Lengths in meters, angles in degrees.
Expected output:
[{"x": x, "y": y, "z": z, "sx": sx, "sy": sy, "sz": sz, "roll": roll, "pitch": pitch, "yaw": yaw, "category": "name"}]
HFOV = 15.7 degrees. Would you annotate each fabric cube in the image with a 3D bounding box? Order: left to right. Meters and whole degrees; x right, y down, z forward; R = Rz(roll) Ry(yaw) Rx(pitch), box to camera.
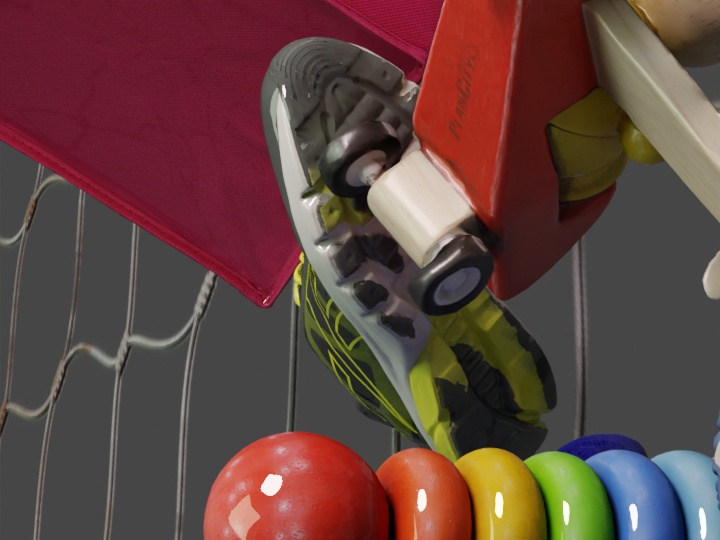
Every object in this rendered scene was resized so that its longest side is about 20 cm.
[{"x": -0.046, "y": -0.146, "z": 1.077, "sx": 0.200, "sy": 0.196, "sz": 0.200, "roll": -61, "pitch": 4, "yaw": -36, "category": "fabric cube"}]

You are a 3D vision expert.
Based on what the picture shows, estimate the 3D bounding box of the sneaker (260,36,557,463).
[{"x": 0.000, "y": 0.000, "z": 0.988, "sx": 0.085, "sy": 0.074, "sz": 0.200, "roll": 11, "pitch": 134, "yaw": 46, "category": "sneaker"}]

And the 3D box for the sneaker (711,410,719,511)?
[{"x": 0.149, "y": 0.021, "z": 0.715, "sx": 0.088, "sy": 0.075, "sz": 0.200, "roll": -36, "pitch": 49, "yaw": 57, "category": "sneaker"}]

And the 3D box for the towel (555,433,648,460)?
[{"x": 0.028, "y": 0.149, "z": 0.865, "sx": 0.200, "sy": 0.049, "sz": 0.148, "roll": -43, "pitch": -27, "yaw": -57, "category": "towel"}]

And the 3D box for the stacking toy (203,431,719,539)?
[{"x": 0.050, "y": 0.082, "z": 0.769, "sx": 0.085, "sy": 0.200, "sz": 0.086, "roll": -169, "pitch": 90, "yaw": -71, "category": "stacking toy"}]

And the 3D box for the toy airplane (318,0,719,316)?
[{"x": 0.073, "y": -0.087, "z": 0.860, "sx": 0.199, "sy": 0.141, "sz": 0.200, "roll": 2, "pitch": 109, "yaw": 63, "category": "toy airplane"}]
